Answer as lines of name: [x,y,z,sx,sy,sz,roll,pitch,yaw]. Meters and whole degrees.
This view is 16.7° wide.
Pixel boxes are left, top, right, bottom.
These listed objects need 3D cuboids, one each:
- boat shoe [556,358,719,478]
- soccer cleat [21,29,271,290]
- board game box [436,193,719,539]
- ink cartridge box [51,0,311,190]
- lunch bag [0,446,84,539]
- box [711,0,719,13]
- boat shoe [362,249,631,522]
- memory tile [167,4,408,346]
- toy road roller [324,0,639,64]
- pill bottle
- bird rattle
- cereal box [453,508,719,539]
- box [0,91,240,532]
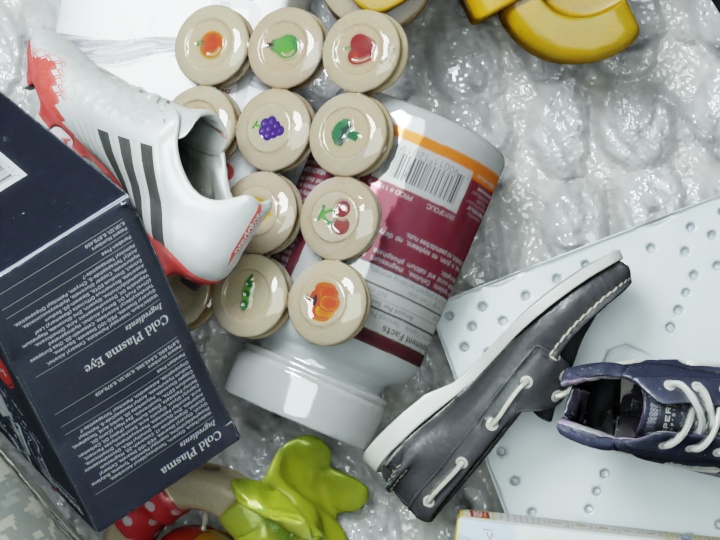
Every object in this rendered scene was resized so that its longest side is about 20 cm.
boat shoe: [0.206,0.090,1.400,0.200,0.093,0.075,3,88,36]
soccer cleat: [-0.125,-0.079,1.434,0.085,0.069,0.200,-46,63,20]
board game box: [0.170,0.080,1.504,0.200,0.026,0.200,-21,82,4]
ink cartridge box: [-0.113,-0.139,1.534,0.146,0.083,0.200,9,85,7]
lunch bag: [-0.255,0.186,1.488,0.168,0.139,0.200,-42,79,-5]
box: [0.317,-0.195,1.488,0.200,0.086,0.164,-30,80,3]
boat shoe: [0.092,0.069,1.465,0.200,0.074,0.060,-41,80,4]
memory tile: [-0.054,-0.058,1.447,0.153,0.017,0.200,6,85,25]
toy road roller: [0.085,-0.177,1.500,0.200,0.123,0.146,-28,92,2]
pill bottle: [0.000,0.000,1.489,0.114,0.114,0.200,23,87,9]
bird rattle: [-0.103,0.164,1.494,0.200,0.113,0.163,11,102,11]
cereal box: [0.148,0.224,1.465,0.200,0.040,0.144,7,95,3]
box: [-0.184,0.019,1.418,0.104,0.200,0.182,-34,125,-15]
